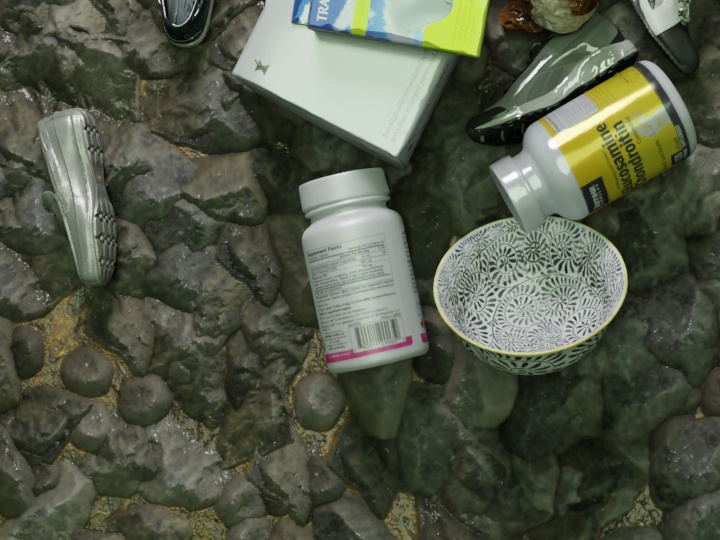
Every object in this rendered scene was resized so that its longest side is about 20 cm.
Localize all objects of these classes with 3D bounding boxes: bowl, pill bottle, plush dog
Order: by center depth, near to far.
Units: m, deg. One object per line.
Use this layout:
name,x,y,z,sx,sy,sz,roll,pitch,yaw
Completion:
plush dog,0.194,-0.331,1.322,0.158,0.200,0.174,-16,93,-15
pill bottle,0.239,-0.123,1.327,0.198,0.112,0.113,-30,86,3
bowl,0.178,0.043,1.329,0.198,0.095,0.202,-6,44,6
pill bottle,0.000,0.000,1.356,0.112,0.113,0.203,-12,88,6

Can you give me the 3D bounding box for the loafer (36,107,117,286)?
loafer,-0.317,-0.079,1.420,0.069,0.070,0.203,-12,80,11

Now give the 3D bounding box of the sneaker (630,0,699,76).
sneaker,0.321,-0.305,1.336,0.088,0.074,0.202,-27,87,19

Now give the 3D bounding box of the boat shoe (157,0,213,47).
boat shoe,-0.191,-0.352,1.407,0.073,0.066,0.202,11,90,7

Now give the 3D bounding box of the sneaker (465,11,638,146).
sneaker,0.196,-0.201,1.364,0.199,0.074,0.080,-32,75,0

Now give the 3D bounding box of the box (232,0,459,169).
box,0.002,-0.243,1.351,0.198,0.131,0.201,28,93,6

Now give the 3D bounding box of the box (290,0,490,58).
box,0.032,-0.286,1.252,0.197,0.048,0.124,10,100,6
